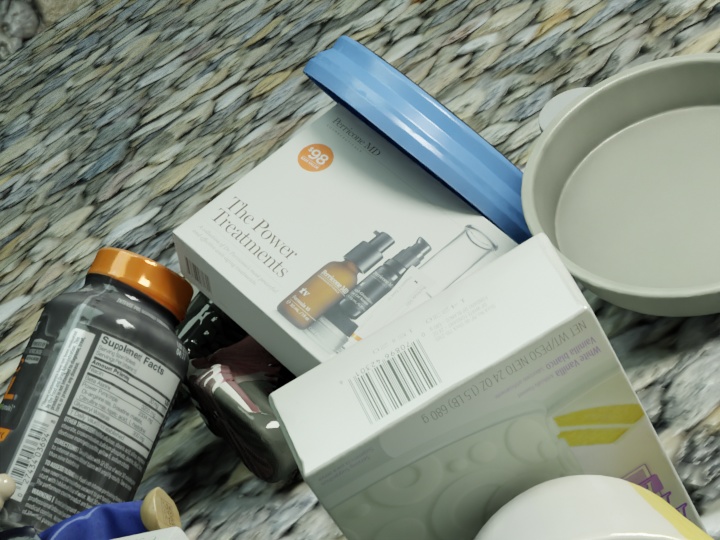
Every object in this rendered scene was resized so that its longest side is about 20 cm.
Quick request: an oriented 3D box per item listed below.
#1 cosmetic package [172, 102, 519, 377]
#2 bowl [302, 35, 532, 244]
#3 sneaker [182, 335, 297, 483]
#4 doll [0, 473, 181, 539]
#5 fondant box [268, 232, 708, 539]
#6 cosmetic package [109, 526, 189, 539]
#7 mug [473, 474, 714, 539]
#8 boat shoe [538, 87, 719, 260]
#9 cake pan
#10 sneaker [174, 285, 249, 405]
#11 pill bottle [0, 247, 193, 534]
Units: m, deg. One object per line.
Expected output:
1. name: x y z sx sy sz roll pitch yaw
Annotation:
1. cosmetic package: 0.000 0.000 1.373 0.151 0.052 0.200 -38 60 -22
2. bowl: 0.049 -0.087 1.443 0.039 0.200 0.201 -51 20 1
3. sneaker: -0.049 0.068 1.415 0.115 0.076 0.200 -32 19 -11
4. doll: -0.205 0.188 1.300 0.199 0.137 0.048 -17 -16 9
5. fondant box: 0.066 0.095 0.987 0.144 0.200 0.058 -31 45 2
6. cosmetic package: -0.179 0.251 1.099 0.199 0.123 0.200 -16 26 37
7. mug: 0.117 0.165 0.899 0.150 0.186 0.153 -62 7 10
8. boat shoe: 0.180 -0.045 1.356 0.072 0.066 0.200 -33 41 -15
9. cake pan: 0.196 -0.049 1.273 0.199 0.037 0.201 -10 46 10
10. sneaker: -0.114 0.057 1.567 0.199 0.076 0.088 -29 34 19
11. pill bottle: -0.179 0.087 1.403 0.106 0.106 0.201 -1 62 55
